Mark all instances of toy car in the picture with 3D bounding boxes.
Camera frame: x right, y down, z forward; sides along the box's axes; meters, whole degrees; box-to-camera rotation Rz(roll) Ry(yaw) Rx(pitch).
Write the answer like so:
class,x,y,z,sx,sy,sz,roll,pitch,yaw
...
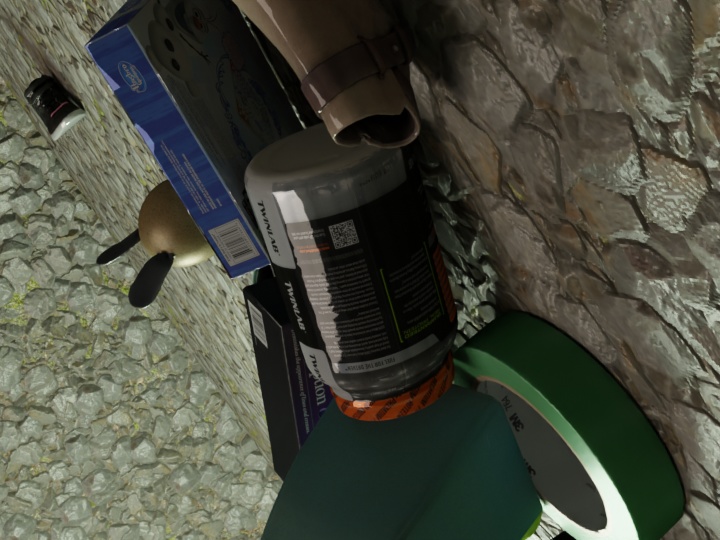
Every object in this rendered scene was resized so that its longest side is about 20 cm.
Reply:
class,x,y,z,sx,sy,sz,roll,pitch,yaw
toy car,-0.158,-0.039,1.081,0.164,0.199,0.158,37,158,46

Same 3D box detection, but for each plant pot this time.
class,x,y,z,sx,sy,sz,roll,pitch,yaw
plant pot,0.018,0.199,0.839,0.141,0.200,0.142,13,141,39

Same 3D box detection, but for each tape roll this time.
class,x,y,z,sx,sy,sz,roll,pitch,yaw
tape roll,0.151,0.125,0.820,0.201,0.048,0.201,49,163,20

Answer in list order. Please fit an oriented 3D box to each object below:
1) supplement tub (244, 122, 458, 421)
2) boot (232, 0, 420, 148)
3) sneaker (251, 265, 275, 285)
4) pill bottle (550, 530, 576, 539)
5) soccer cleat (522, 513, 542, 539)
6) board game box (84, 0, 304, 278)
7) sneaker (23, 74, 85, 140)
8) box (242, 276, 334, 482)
class,x,y,z,sx,sy,sz,roll,pitch,yaw
supplement tub,0.000,0.000,0.793,0.122,0.122,0.201,26,138,58
boot,-0.033,-0.142,0.611,0.199,0.070,0.147,0,-117,-56
sneaker,-0.043,0.006,0.997,0.074,0.118,0.201,37,159,41
pill bottle,0.220,0.318,0.912,0.200,0.112,0.112,45,163,29
soccer cleat,0.096,0.179,1.030,0.201,0.081,0.067,55,164,-6
board game box,-0.113,-0.129,0.846,0.201,0.043,0.200,61,-158,-25
sneaker,-0.534,-0.285,1.885,0.099,0.071,0.200,53,169,-19
box,-0.011,0.091,0.948,0.079,0.140,0.201,37,142,49
